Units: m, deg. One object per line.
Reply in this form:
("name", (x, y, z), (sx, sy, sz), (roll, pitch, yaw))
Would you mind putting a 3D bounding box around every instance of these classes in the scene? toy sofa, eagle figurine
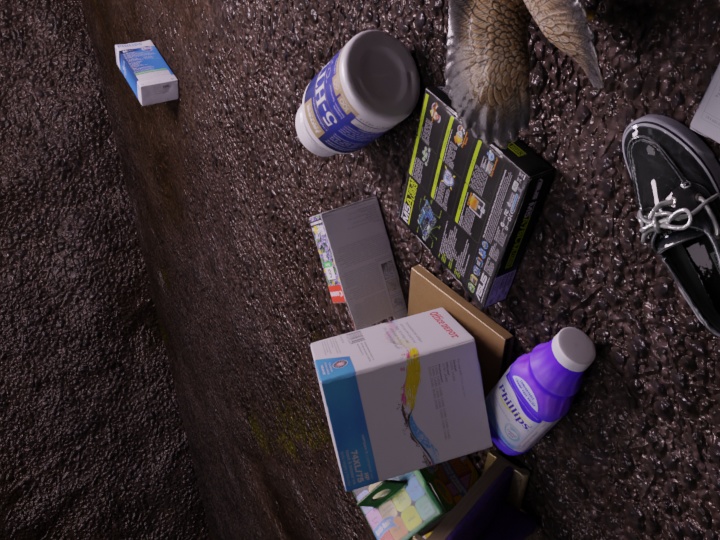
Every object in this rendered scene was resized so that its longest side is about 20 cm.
("toy sofa", (0.155, 0.337, 0.852), (0.096, 0.198, 0.085), (26, 129, 32))
("eagle figurine", (0.149, -0.240, 0.593), (0.146, 0.206, 0.152), (6, 158, 18))

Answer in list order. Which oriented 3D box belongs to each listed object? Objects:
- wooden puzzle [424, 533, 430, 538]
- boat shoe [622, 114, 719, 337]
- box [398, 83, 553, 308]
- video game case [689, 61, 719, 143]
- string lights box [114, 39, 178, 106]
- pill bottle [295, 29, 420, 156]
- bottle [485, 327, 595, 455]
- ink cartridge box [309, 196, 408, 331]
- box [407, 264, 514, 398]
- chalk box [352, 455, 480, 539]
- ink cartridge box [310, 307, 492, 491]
("wooden puzzle", (0.110, 0.435, 1.121), (0.204, 0.036, 0.186), (62, 161, 16))
("boat shoe", (0.274, -0.039, 0.563), (0.073, 0.067, 0.205), (-36, 74, 60))
("box", (0.130, -0.091, 0.812), (0.194, 0.046, 0.204), (52, 147, 36))
("video game case", (0.337, -0.142, 0.418), (0.182, 0.044, 0.204), (49, 144, 37))
("string lights box", (-0.560, -0.521, 1.721), (0.201, 0.100, 0.060), (53, 147, 31))
("pill bottle", (-0.015, -0.231, 0.911), (0.199, 0.117, 0.123), (-18, 91, 61))
("bottle", (0.210, 0.143, 0.782), (0.085, 0.064, 0.202), (56, 148, 26))
("ink cartridge box", (0.000, 0.000, 1.025), (0.050, 0.107, 0.206), (-8, 99, 60))
("box", (0.134, 0.109, 0.942), (0.199, 0.021, 0.168), (40, 138, 45))
("chalk box", (0.073, 0.314, 0.953), (0.125, 0.198, 0.126), (-44, 65, 24))
("ink cartridge box", (0.049, 0.158, 0.853), (0.147, 0.194, 0.151), (-128, 25, -75))
